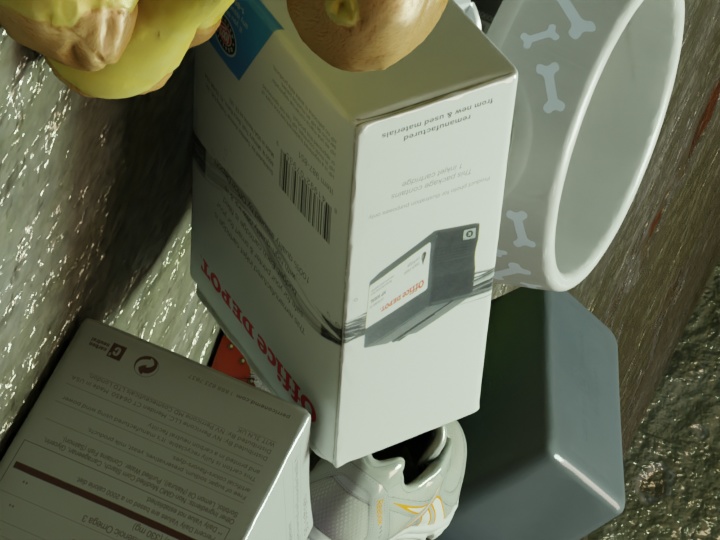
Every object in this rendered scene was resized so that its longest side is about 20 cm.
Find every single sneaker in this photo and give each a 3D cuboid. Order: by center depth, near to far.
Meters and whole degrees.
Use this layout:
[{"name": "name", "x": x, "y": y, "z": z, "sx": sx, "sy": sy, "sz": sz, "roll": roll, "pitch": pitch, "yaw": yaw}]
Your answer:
[{"name": "sneaker", "x": 0.027, "y": 0.104, "z": 1.518, "sx": 0.092, "sy": 0.076, "sz": 0.200, "roll": -53, "pitch": 173, "yaw": 24}]

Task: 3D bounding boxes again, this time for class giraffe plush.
[{"name": "giraffe plush", "x": -0.019, "y": -0.139, "z": 1.013, "sx": 0.173, "sy": 0.162, "sz": 0.200, "roll": -46, "pitch": 156, "yaw": -60}]

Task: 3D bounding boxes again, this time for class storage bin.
[{"name": "storage bin", "x": 0.102, "y": 0.112, "z": 1.809, "sx": 0.134, "sy": 0.146, "sz": 0.200, "roll": -29, "pitch": -142, "yaw": 29}]

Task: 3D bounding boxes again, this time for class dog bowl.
[{"name": "dog bowl", "x": 0.109, "y": -0.080, "z": 1.428, "sx": 0.200, "sy": 0.059, "sz": 0.200, "roll": -56, "pitch": 158, "yaw": -36}]

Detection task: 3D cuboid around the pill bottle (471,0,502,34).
[{"name": "pill bottle", "x": 0.079, "y": -0.167, "z": 1.527, "sx": 0.113, "sy": 0.113, "sz": 0.200, "roll": 77, "pitch": 37, "yaw": -70}]

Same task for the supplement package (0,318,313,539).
[{"name": "supplement package", "x": -0.113, "y": 0.146, "z": 1.211, "sx": 0.117, "sy": 0.117, "sz": 0.200, "roll": 92, "pitch": 23, "yaw": -60}]

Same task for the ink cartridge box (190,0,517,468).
[{"name": "ink cartridge box", "x": -0.008, "y": -0.039, "z": 1.216, "sx": 0.084, "sy": 0.145, "sz": 0.200, "roll": -19, "pitch": 137, "yaw": -23}]

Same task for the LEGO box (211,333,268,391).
[{"name": "LEGO box", "x": 0.000, "y": 0.000, "z": 1.551, "sx": 0.200, "sy": 0.077, "sz": 0.149, "roll": -4, "pitch": 115, "yaw": -77}]

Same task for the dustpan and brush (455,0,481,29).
[{"name": "dustpan and brush", "x": -0.019, "y": -0.043, "z": 1.365, "sx": 0.139, "sy": 0.057, "sz": 0.200, "roll": -17, "pitch": 156, "yaw": -31}]
